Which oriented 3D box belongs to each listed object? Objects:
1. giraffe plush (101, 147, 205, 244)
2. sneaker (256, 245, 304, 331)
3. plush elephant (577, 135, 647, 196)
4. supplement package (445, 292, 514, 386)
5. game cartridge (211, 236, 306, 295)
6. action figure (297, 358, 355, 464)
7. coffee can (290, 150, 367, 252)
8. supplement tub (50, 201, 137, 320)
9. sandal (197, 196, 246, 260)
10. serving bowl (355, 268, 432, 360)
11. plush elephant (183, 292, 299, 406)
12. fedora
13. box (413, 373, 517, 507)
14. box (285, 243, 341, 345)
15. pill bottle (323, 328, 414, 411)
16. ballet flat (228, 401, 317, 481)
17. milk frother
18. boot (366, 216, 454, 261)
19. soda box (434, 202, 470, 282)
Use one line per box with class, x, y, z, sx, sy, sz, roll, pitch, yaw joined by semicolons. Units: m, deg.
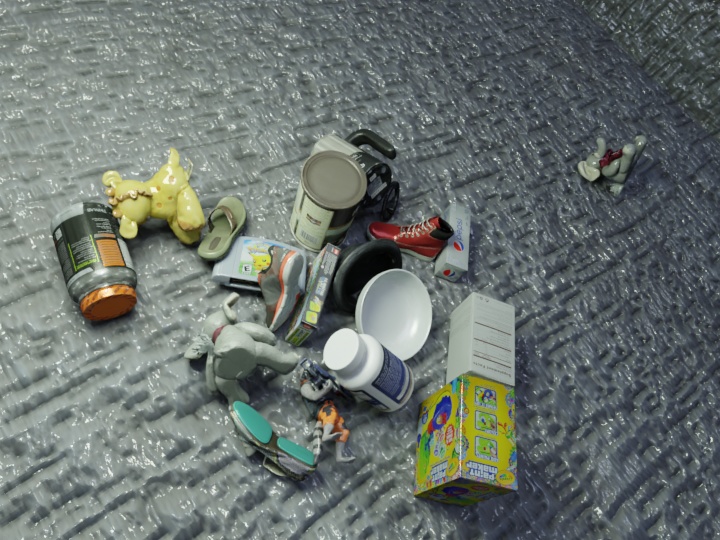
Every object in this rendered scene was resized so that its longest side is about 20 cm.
giraffe plush;-0.419;-0.135;1.070;0.160;0.201;0.173;-23;63;-29
sneaker;-0.172;0.032;1.092;0.081;0.202;0.077;27;31;15
plush elephant;0.820;-0.365;1.761;0.154;0.202;0.164;32;48;28
supplement package;0.278;0.176;1.232;0.116;0.117;0.203;19;56;-11
game cartridge;-0.216;-0.014;1.165;0.196;0.041;0.135;10;41;-12
action figure;-0.082;0.254;1.019;0.104;0.200;0.195;-33;46;5
coffee can;-0.078;-0.152;1.214;0.144;0.200;0.149;6;64;-13
supplement tub;-0.501;-0.016;1.013;0.121;0.123;0.202;-15;68;-29
sandal;-0.300;-0.102;1.159;0.078;0.058;0.203;-3;41;6
serving bowl;0.066;0.100;1.194;0.197;0.065;0.204;2;87;-33
plush elephant;-0.247;0.143;1.024;0.200;0.165;0.155;44;6;-33
fedora;0.000;0.000;1.220;0.199;0.204;0.091;-22;37;-32
box;0.203;0.340;1.052;0.120;0.201;0.195;17;55;-12
box;-0.101;0.050;1.149;0.034;0.110;0.202;25;54;-14
pill bottle;0.016;0.195;1.057;0.200;0.110;0.113;43;42;-43
ballet flat;-0.173;0.325;0.982;0.199;0.072;0.072;38;53;-6
milk frother;-0.002;-0.233;1.358;0.179;0.202;0.188;-33;53;-26
boot;0.123;-0.102;1.316;0.197;0.145;0.073;16;57;-12
soda box;0.242;-0.075;1.396;0.063;0.068;0.203;19;56;-12
